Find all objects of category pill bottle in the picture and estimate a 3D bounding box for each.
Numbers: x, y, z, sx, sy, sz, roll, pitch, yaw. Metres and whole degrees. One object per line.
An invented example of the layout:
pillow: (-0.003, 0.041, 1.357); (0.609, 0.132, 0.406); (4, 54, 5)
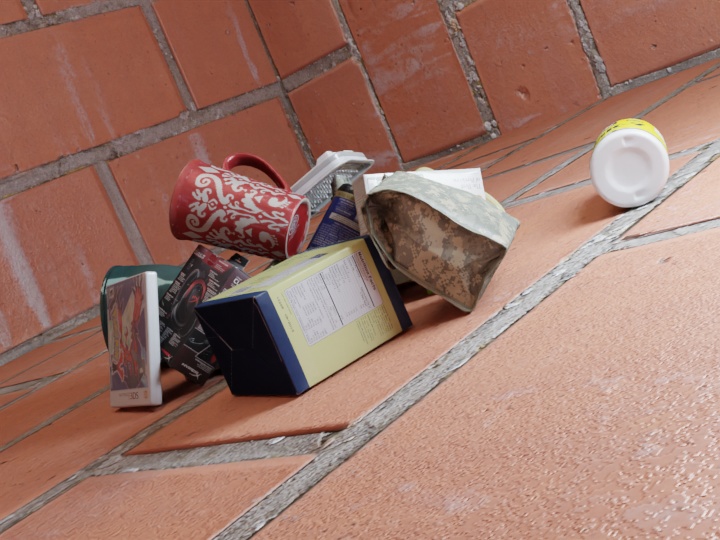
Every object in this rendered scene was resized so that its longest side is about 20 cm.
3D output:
pill bottle: (0.409, -0.169, 1.532); (0.113, 0.115, 0.200); (-20, 8, 19)
pill bottle: (-0.028, -0.021, 1.544); (0.201, 0.111, 0.112); (-61, 15, -7)

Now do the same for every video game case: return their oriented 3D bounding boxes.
video game case: (-0.359, 0.113, 1.585); (0.023, 0.203, 0.182); (1, -8, -33)

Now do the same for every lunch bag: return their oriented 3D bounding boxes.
lunch bag: (0.095, -0.053, 1.327); (0.118, 0.199, 0.164); (-61, -5, 20)

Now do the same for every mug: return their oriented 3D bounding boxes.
mug: (-0.184, -0.111, 1.624); (0.198, 0.179, 0.133); (16, -8, 14)

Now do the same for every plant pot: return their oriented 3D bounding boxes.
plant pot: (-0.352, 0.077, 1.857); (0.186, 0.202, 0.200); (-8, 11, 9)

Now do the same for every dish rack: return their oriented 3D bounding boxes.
dish rack: (-0.079, -0.144, 1.746); (0.199, 0.044, 0.171); (-38, -9, 19)

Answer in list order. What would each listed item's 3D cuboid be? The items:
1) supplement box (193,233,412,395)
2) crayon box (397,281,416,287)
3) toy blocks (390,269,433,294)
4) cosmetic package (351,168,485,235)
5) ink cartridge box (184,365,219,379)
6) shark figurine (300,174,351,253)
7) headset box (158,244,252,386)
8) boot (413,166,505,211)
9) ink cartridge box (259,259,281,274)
supplement box: (-0.078, 0.060, 1.342); (0.199, 0.135, 0.199); (-28, 10, -31)
crayon box: (0.000, 0.000, 1.686); (0.198, 0.059, 0.173); (-12, 8, 6)
toy blocks: (0.137, -0.029, 1.516); (0.198, 0.101, 0.136); (-14, 1, 28)
cosmetic package: (0.091, -0.103, 1.501); (0.198, 0.084, 0.051); (-6, -8, -24)
ink cartridge box: (-0.167, 0.104, 1.644); (0.199, 0.041, 0.199); (-17, 10, 35)
shark figurine: (-0.059, -0.087, 1.764); (0.127, 0.090, 0.215); (17, -53, -37)
headset box: (-0.244, 0.058, 1.578); (0.201, 0.075, 0.148); (-56, 36, -6)
boot: (0.137, -0.098, 1.736); (0.199, 0.073, 0.155); (31, 41, 21)
ink cartridge box: (-0.186, 0.057, 1.672); (0.200, 0.048, 0.146); (-47, 7, 13)
